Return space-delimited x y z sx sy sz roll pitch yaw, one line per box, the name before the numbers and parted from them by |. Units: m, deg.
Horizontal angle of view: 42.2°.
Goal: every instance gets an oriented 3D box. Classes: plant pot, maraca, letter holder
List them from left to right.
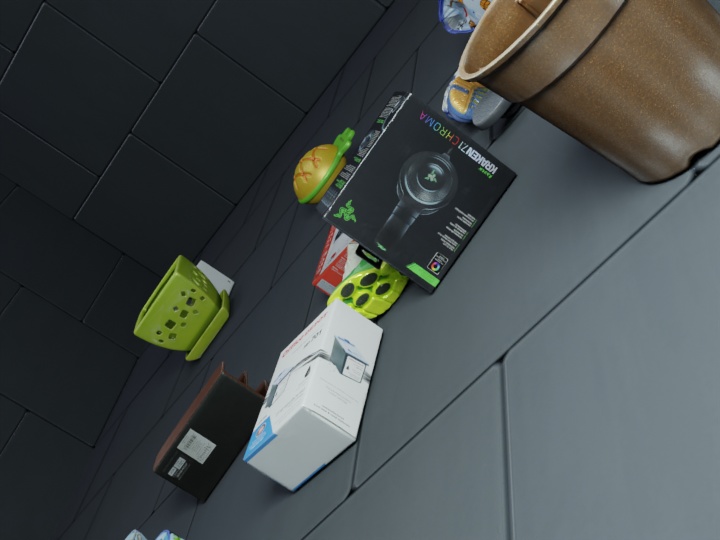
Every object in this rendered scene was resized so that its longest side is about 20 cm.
plant pot | -0.446 0.105 2.388 0.200 0.181 0.199 -53 15 7
letter holder | -0.247 0.257 1.567 0.200 0.100 0.142 -55 12 3
maraca | -0.077 -0.233 2.084 0.200 0.107 0.137 -54 22 6
plant pot | 0.224 -0.193 0.826 0.200 0.198 0.200 -50 16 20

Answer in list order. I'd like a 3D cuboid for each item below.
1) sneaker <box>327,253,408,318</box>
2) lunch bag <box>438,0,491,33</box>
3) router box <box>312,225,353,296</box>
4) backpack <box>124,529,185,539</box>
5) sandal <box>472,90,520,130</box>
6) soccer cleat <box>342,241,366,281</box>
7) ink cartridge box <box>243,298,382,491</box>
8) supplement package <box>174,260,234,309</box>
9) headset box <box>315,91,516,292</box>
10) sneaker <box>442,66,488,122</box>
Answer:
sneaker | 0.036 -0.008 1.297 0.200 0.074 0.084 -45 18 5
lunch bag | 0.228 -0.495 1.578 0.170 0.124 0.200 -37 -3 -17
router box | 0.005 -0.075 1.584 0.180 0.049 0.200 -46 17 34
backpack | -0.267 0.435 1.141 0.183 0.147 0.200 -56 17 7
sandal | 0.223 -0.263 1.327 0.076 0.043 0.200 -24 24 51
soccer cleat | 0.000 0.000 1.373 0.200 0.077 0.069 -54 14 7
ink cartridge box | -0.057 0.157 1.199 0.146 0.086 0.200 -45 19 36
supplement package | -0.458 0.092 2.586 0.200 0.117 0.117 -45 17 34
headset box | 0.062 -0.095 1.184 0.200 0.174 0.093 -54 14 4
sneaker | 0.166 -0.262 1.462 0.088 0.075 0.200 -60 3 33
